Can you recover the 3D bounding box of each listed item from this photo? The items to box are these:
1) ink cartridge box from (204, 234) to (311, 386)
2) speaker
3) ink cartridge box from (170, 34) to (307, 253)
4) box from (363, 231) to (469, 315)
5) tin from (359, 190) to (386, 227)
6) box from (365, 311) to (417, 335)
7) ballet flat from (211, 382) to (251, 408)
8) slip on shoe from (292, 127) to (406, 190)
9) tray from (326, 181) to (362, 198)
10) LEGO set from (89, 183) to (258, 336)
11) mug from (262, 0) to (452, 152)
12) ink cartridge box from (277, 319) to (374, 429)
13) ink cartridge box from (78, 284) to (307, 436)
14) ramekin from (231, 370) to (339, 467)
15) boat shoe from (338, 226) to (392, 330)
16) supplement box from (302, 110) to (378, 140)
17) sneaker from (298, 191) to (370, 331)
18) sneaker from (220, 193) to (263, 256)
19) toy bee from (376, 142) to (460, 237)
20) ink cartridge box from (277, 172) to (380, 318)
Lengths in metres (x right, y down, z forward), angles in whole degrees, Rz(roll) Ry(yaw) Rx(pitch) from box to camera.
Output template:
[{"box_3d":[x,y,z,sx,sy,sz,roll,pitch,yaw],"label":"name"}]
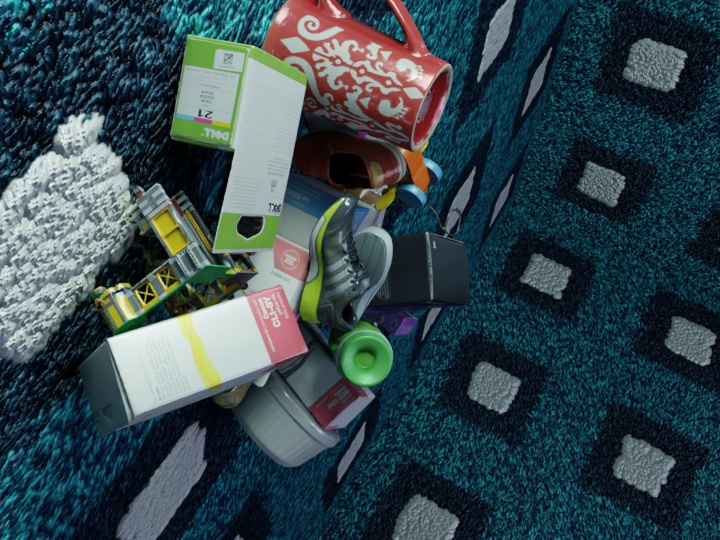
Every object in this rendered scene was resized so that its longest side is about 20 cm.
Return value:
[{"box_3d":[-0.146,0.047,1.037,0.201,0.116,0.067,-65,165,2],"label":"ink cartridge box"},{"box_3d":[-0.003,0.120,1.175,0.089,0.088,0.200,-64,-172,2],"label":"speaker"},{"box_3d":[-0.132,-0.125,0.800,0.148,0.075,0.201,-8,111,-73],"label":"ink cartridge box"},{"box_3d":[0.055,0.010,1.220,0.148,0.199,0.105,9,76,-58],"label":"box"},{"box_3d":[-0.008,-0.067,1.353,0.200,0.042,0.113,-47,154,-48],"label":"tin"},{"box_3d":[0.004,0.050,1.405,0.039,0.199,0.137,-58,165,3],"label":"box"},{"box_3d":[-0.172,0.118,1.185,0.201,0.070,0.071,-60,165,-14],"label":"ballet flat"},{"box_3d":[-0.030,-0.144,1.007,0.061,0.199,0.075,-32,124,-35],"label":"slip on shoe"},{"box_3d":[-0.041,-0.104,1.313,0.099,0.037,0.201,-31,145,-65],"label":"tray"},{"box_3d":[-0.205,-0.016,0.814,0.153,0.116,0.200,-37,170,19],"label":"LEGO set"},{"box_3d":[-0.002,-0.240,0.888,0.134,0.199,0.178,-54,163,-30],"label":"mug"},{"box_3d":[-0.077,0.163,1.286,0.085,0.200,0.146,-43,166,1],"label":"ink cartridge box"},{"box_3d":[-0.180,0.096,0.813,0.199,0.084,0.145,-18,173,-35],"label":"ink cartridge box"},{"box_3d":[-0.133,0.235,1.269,0.094,0.203,0.202,-42,165,1],"label":"ramekin"},{"box_3d":[0.000,0.000,1.083,0.067,0.073,0.200,-52,174,-45],"label":"boat shoe"},{"box_3d":[-0.009,-0.221,1.092,0.102,0.103,0.200,-59,166,-12],"label":"supplement box"},{"box_3d":[-0.022,-0.009,0.992,0.074,0.081,0.201,-48,154,-52],"label":"sneaker"},{"box_3d":[-0.115,-0.108,0.946,0.082,0.074,0.201,-28,142,-51],"label":"sneaker"},{"box_3d":[0.065,-0.127,1.160,0.131,0.108,0.201,-41,131,-35],"label":"toy bee"},{"box_3d":[-0.079,-0.026,1.130,0.201,0.125,0.128,-65,165,9],"label":"ink cartridge box"}]
